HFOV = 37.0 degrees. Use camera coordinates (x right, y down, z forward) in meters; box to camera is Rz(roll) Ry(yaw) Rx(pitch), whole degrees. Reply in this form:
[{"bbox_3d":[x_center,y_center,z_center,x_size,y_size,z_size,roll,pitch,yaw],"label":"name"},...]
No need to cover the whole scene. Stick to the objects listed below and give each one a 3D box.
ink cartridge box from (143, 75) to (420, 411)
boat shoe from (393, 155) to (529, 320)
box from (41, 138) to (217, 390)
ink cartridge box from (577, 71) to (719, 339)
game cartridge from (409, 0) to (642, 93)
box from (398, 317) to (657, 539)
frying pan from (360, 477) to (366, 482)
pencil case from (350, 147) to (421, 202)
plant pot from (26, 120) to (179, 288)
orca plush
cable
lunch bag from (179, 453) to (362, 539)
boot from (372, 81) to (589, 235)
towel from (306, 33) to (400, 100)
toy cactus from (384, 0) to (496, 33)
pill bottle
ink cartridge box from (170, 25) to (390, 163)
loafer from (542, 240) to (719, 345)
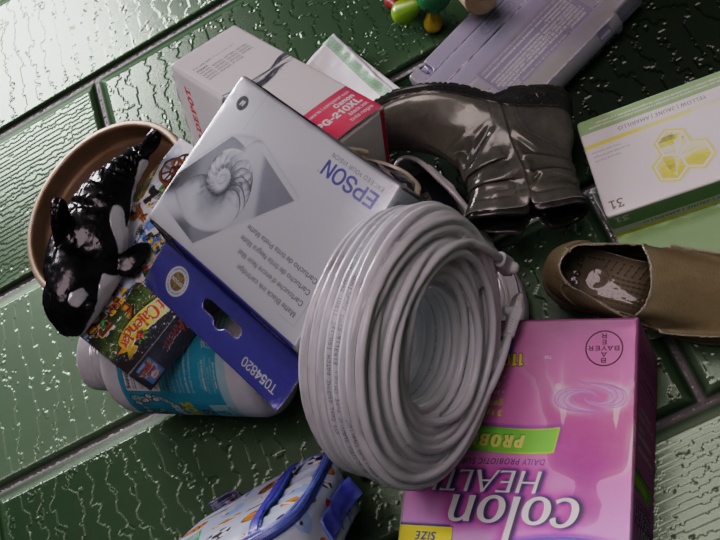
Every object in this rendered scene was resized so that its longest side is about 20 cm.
[{"bbox_3d":[-0.080,-0.026,0.850,0.200,0.041,0.200,37,98,33],"label":"ink cartridge box"},{"bbox_3d":[0.079,-0.021,0.960,0.074,0.065,0.200,-37,57,5],"label":"boat shoe"},{"bbox_3d":[-0.174,-0.010,0.962,0.137,0.038,0.200,30,78,35],"label":"box"},{"bbox_3d":[0.278,-0.059,0.898,0.145,0.048,0.200,-19,58,15],"label":"ink cartridge box"},{"bbox_3d":[0.159,-0.219,1.037,0.200,0.038,0.130,-45,61,0],"label":"game cartridge"},{"bbox_3d":[0.133,0.146,0.838,0.176,0.097,0.200,-2,67,24],"label":"box"},{"bbox_3d":[0.034,0.082,0.908,0.031,0.115,0.190,13,73,12],"label":"frying pan"},{"bbox_3d":[0.000,0.000,0.915,0.078,0.200,0.089,-15,38,-34],"label":"pencil case"},{"bbox_3d":[-0.232,-0.044,1.096,0.201,0.093,0.201,-12,61,22],"label":"plant pot"},{"bbox_3d":[-0.235,-0.046,0.942,0.105,0.071,0.200,19,71,33],"label":"orca plush"},{"bbox_3d":[0.034,0.050,0.752,0.069,0.200,0.200,7,67,33],"label":"cable"},{"bbox_3d":[-0.079,0.216,0.853,0.160,0.200,0.076,-32,92,10],"label":"lunch bag"},{"bbox_3d":[0.095,-0.095,0.938,0.200,0.068,0.131,-2,61,7],"label":"boot"},{"bbox_3d":[-0.053,-0.136,1.097,0.200,0.031,0.149,-45,56,0],"label":"towel"},{"bbox_3d":[0.105,-0.296,1.052,0.200,0.102,0.165,-35,38,22],"label":"toy cactus"},{"bbox_3d":[-0.162,0.078,0.998,0.200,0.111,0.111,-1,66,25],"label":"pill bottle"},{"bbox_3d":[-0.069,-0.117,0.990,0.200,0.145,0.084,34,61,32],"label":"ink cartridge box"},{"bbox_3d":[0.240,0.017,0.847,0.200,0.067,0.076,6,89,17],"label":"loafer"}]
